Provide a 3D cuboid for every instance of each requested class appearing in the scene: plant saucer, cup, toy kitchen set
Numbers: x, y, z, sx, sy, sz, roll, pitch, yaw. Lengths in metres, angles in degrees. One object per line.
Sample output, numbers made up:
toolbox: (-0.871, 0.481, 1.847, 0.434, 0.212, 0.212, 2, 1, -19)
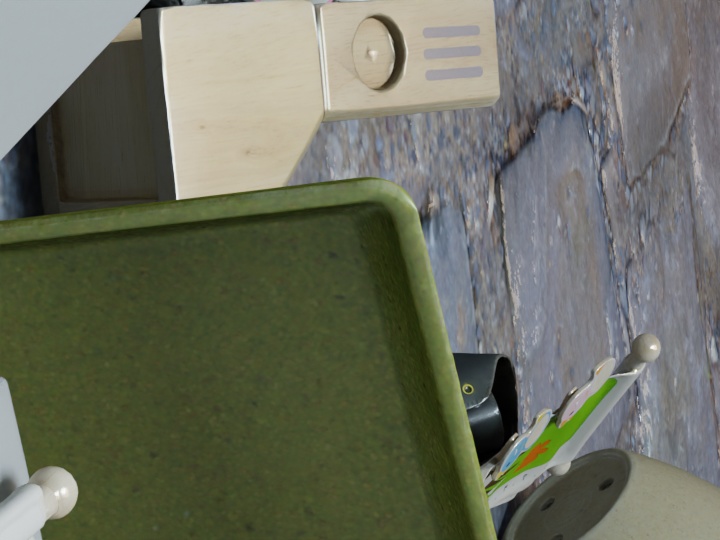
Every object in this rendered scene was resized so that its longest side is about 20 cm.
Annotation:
plant saucer: (-0.057, 0.056, 0.687, 0.048, 0.198, 0.201, -74, 153, -55)
cup: (0.169, 0.196, 1.381, 0.143, 0.200, 0.201, 51, 32, -17)
toy kitchen set: (0.000, 0.000, 0.818, 0.180, 0.163, 0.201, -10, 97, -45)

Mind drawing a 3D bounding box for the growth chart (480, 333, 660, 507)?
growth chart: (0.052, 0.108, 1.017, 0.200, 0.018, 0.145, -37, 166, -25)

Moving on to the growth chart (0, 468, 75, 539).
growth chart: (-0.095, 0.164, 0.591, 0.145, 0.018, 0.201, -25, 111, -69)

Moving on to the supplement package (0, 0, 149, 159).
supplement package: (-0.142, -0.052, 0.415, 0.117, 0.200, 0.117, 48, 9, 20)

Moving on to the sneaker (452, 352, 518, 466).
sneaker: (0.005, 0.087, 0.999, 0.200, 0.106, 0.075, -63, 145, -56)

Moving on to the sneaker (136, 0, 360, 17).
sneaker: (-0.049, -0.104, 0.950, 0.200, 0.080, 0.087, 38, 63, -56)

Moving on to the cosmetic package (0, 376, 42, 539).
cosmetic package: (-0.134, 0.141, 0.638, 0.101, 0.071, 0.201, -45, 129, -63)
